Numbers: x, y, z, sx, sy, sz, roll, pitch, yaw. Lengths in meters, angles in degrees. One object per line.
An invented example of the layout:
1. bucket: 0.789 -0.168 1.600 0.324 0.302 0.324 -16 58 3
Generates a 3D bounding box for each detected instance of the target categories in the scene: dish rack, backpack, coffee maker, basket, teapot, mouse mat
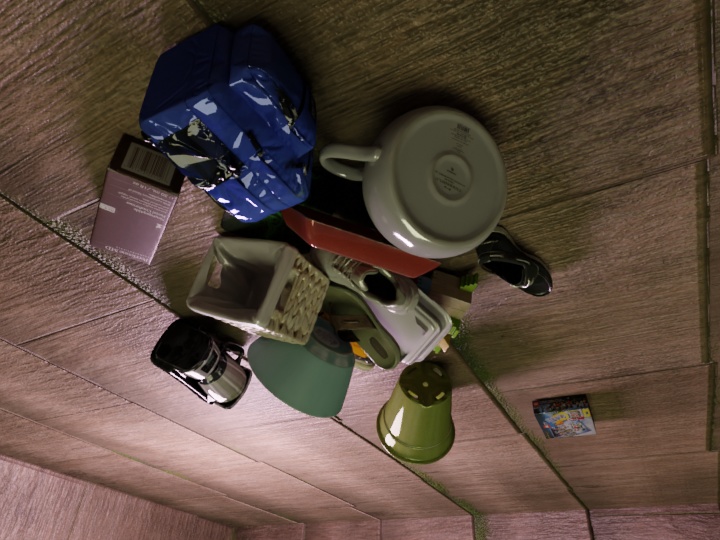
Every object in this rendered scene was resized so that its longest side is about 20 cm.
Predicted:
1. dish rack: 0.049 0.077 0.949 0.200 0.044 0.172 41 141 10
2. backpack: -0.130 -0.159 0.629 0.167 0.163 0.200 -15 139 20
3. coffee maker: -0.370 0.211 1.190 0.191 0.135 0.200 -7 142 16
4. basket: -0.166 0.033 0.879 0.199 0.136 0.123 8 161 40
5. teapot: 0.076 -0.107 0.690 0.201 0.197 0.146 63 158 -9
6. mouse mat: -0.126 -0.099 0.845 0.160 0.008 0.200 17 141 -17

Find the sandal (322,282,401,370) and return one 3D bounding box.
1. sandal: -0.009 0.099 0.933 0.201 0.057 0.080 45 130 3

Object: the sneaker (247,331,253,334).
1. sneaker: -0.150 0.077 1.026 0.088 0.082 0.200 28 139 -27

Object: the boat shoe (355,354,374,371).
1. boat shoe: -0.036 0.153 1.139 0.199 0.074 0.065 24 129 -31

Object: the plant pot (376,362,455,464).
1. plant pot: 0.143 0.321 1.271 0.198 0.201 0.191 4 131 0

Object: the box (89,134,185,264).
1. box: -0.339 -0.100 0.810 0.100 0.075 0.200 20 143 -21

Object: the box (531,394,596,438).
1. box: 0.549 0.396 1.434 0.136 0.038 0.200 -12 141 22

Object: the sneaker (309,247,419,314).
1. sneaker: 0.000 0.000 0.851 0.199 0.078 0.099 26 -179 15

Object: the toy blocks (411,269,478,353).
1. toy blocks: 0.115 0.064 0.986 0.136 0.100 0.201 18 140 -2

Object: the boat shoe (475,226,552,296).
1. boat shoe: 0.259 0.003 0.897 0.072 0.068 0.200 -29 135 35

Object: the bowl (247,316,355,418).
1. bowl: -0.089 0.151 0.946 0.200 0.201 0.105 27 106 -28

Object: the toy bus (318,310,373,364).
1. toy bus: -0.012 0.120 1.074 0.199 0.079 0.065 29 137 -30

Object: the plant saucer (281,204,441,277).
1. plant saucer: -0.014 -0.045 0.763 0.199 0.200 0.037 16 99 -23
